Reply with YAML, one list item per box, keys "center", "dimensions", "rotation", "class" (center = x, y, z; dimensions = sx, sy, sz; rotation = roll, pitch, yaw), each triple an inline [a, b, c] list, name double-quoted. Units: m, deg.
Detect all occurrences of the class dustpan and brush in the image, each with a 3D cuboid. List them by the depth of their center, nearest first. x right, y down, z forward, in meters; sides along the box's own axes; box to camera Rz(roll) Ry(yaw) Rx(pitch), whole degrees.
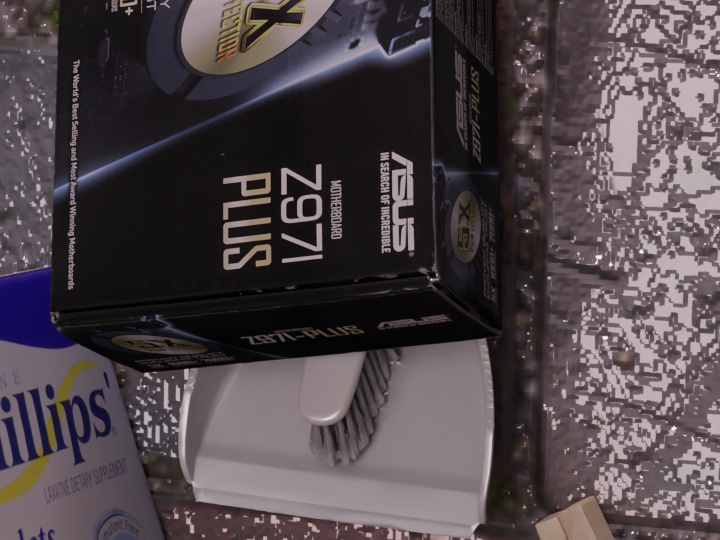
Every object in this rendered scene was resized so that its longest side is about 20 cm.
- center: [0.000, 0.000, 1.042]
  dimensions: [0.139, 0.057, 0.201]
  rotation: [5, 71, 21]
  class: "dustpan and brush"

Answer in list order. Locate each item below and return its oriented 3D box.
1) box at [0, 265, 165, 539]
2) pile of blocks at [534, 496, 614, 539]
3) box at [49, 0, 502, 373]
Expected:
- center: [-0.172, 0.112, 1.051]
  dimensions: [0.104, 0.184, 0.201]
  rotation: [-18, 89, 21]
  class: "box"
- center: [0.054, 0.190, 1.042]
  dimensions: [0.082, 0.062, 0.201]
  rotation: [16, 100, 18]
  class: "pile of blocks"
- center: [-0.032, -0.070, 1.005]
  dimensions: [0.163, 0.086, 0.201]
  rotation: [-5, 73, 20]
  class: "box"
